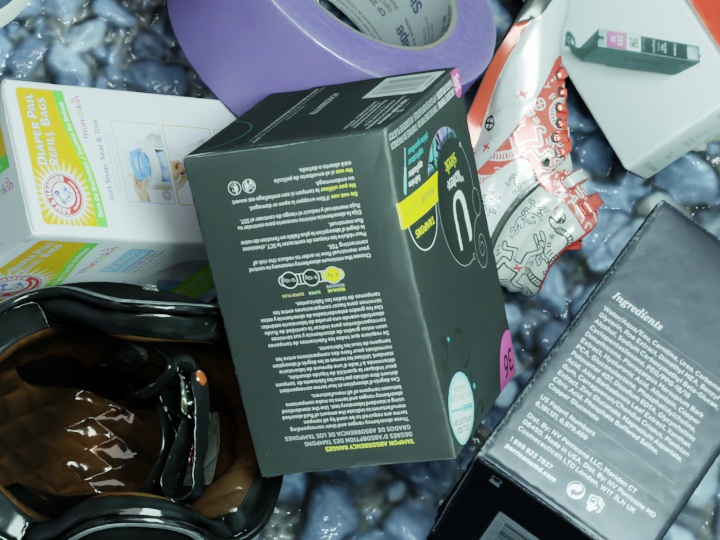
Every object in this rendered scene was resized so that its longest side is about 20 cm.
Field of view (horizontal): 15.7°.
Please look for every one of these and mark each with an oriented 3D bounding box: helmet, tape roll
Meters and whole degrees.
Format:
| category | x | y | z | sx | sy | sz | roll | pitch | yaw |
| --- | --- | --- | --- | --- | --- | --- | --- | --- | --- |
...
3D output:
| category | x | y | z | sx | sy | sz | roll | pitch | yaw |
| --- | --- | --- | --- | --- | --- | --- | --- | --- | --- |
| helmet | -0.160 | 0.097 | 1.550 | 0.191 | 0.200 | 0.200 | -4 | 68 | 26 |
| tape roll | -0.018 | -0.167 | 1.670 | 0.200 | 0.085 | 0.200 | 22 | 42 | -22 |

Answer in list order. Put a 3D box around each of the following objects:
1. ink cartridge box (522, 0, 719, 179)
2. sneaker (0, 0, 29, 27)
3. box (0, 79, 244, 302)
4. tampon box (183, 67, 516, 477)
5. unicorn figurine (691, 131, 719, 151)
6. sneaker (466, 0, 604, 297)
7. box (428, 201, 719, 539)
| category | x | y | z | sx | sy | sz | roll | pitch | yaw |
| --- | --- | --- | --- | --- | --- | --- | --- | --- | --- |
| ink cartridge box | 0.203 | -0.189 | 1.714 | 0.174 | 0.044 | 0.200 | -34 | 70 | 14 |
| sneaker | -0.278 | -0.190 | 1.661 | 0.075 | 0.085 | 0.200 | 21 | 38 | 25 |
| box | -0.158 | -0.042 | 1.597 | 0.200 | 0.112 | 0.101 | 3 | 66 | -43 |
| tampon box | 0.000 | 0.000 | 1.538 | 0.126 | 0.150 | 0.200 | -7 | 107 | 21 |
| unicorn figurine | 0.275 | -0.054 | 1.711 | 0.200 | 0.074 | 0.137 | 6 | 63 | 28 |
| sneaker | 0.119 | -0.083 | 1.696 | 0.108 | 0.067 | 0.201 | 26 | 92 | 3 |
| box | 0.154 | 0.094 | 1.581 | 0.117 | 0.197 | 0.200 | 35 | 70 | 5 |
